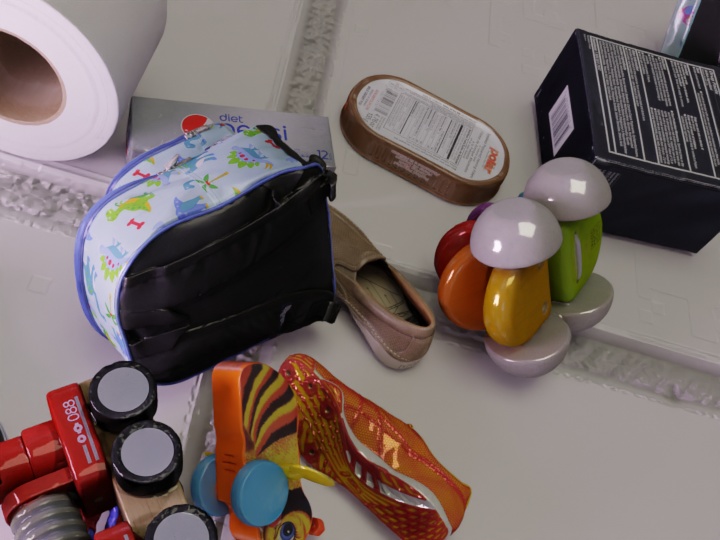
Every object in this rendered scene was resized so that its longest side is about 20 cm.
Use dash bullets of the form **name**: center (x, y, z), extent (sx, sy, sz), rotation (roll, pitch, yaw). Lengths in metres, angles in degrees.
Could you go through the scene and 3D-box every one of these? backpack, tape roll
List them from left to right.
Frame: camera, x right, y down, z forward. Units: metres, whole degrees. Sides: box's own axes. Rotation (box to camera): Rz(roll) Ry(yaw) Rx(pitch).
- **tape roll**: center (-0.290, -0.217, 0.813), extent (0.201, 0.203, 0.140), rotation (19, 53, -7)
- **backpack**: center (-0.134, -0.013, 0.749), extent (0.199, 0.184, 0.147), rotation (-29, 47, -30)
- **backpack**: center (0.500, -0.311, 1.195), extent (0.199, 0.177, 0.153), rotation (-5, 27, -37)

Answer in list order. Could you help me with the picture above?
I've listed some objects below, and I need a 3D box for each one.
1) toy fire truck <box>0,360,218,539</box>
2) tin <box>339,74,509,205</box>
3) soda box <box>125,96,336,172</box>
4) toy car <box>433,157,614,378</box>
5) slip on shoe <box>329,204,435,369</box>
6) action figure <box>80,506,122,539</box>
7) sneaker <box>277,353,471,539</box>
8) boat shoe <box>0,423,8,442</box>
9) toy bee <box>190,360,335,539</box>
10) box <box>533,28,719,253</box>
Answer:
- **toy fire truck**: center (-0.207, 0.164, 0.581), extent (0.199, 0.129, 0.177), rotation (-18, 58, -22)
- **tin**: center (0.073, -0.147, 1.006), extent (0.199, 0.042, 0.112), rotation (27, 56, -1)
- **soda box**: center (-0.128, -0.116, 0.890), extent (0.198, 0.064, 0.069), rotation (2, 57, -19)
- **toy car**: center (0.153, -0.010, 0.884), extent (0.149, 0.176, 0.200), rotation (17, 41, 40)
- **slip on shoe**: center (0.000, 0.000, 0.860), extent (0.076, 0.061, 0.201), rotation (-22, 67, -31)
- **action figure**: center (-0.210, 0.201, 0.649), extent (0.065, 0.052, 0.201), rotation (20, 47, -14)
- **sneaker**: center (0.006, 0.147, 0.768), extent (0.200, 0.073, 0.077), rotation (45, 31, 8)
- **boat shoe**: center (-0.329, 0.086, 0.678), extent (0.068, 0.057, 0.200), rotation (-32, 72, -35)
- **toy bee**: center (-0.077, 0.172, 0.698), extent (0.108, 0.202, 0.130), rotation (12, 11, -46)
- **box**: center (0.319, -0.146, 1.042), extent (0.196, 0.124, 0.201), rotation (11, 55, -12)
